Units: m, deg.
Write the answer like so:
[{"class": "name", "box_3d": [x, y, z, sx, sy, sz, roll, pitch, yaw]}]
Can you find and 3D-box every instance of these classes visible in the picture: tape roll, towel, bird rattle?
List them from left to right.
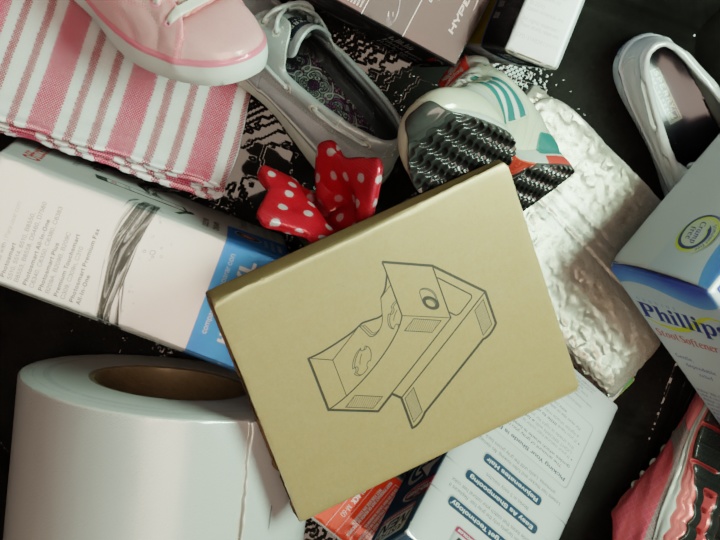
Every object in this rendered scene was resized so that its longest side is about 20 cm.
[{"class": "towel", "box_3d": [-0.171, -0.133, 1.158, 0.199, 0.030, 0.147, 17, 56, -8]}, {"class": "tape roll", "box_3d": [-0.133, 0.142, 1.148, 0.202, 0.203, 0.140, 5, 96, -6]}, {"class": "bird rattle", "box_3d": [0.000, 0.000, 1.134, 0.200, 0.163, 0.113, 37, 83, -19]}, {"class": "towel", "box_3d": [0.149, -0.021, 1.221, 0.200, 0.034, 0.133, 45, 78, -9]}]

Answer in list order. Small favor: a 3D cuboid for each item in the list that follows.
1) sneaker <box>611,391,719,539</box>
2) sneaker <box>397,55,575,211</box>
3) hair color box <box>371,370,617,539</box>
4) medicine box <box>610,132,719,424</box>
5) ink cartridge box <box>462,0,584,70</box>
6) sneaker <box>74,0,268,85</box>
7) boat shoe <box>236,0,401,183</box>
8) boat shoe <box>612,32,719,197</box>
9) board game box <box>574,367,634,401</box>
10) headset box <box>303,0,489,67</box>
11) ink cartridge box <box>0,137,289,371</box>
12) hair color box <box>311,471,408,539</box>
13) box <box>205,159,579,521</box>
[{"class": "sneaker", "box_3d": [0.221, 0.162, 1.250, 0.074, 0.087, 0.201, 36, 70, -37]}, {"class": "sneaker", "box_3d": [0.066, -0.096, 1.107, 0.070, 0.200, 0.094, -36, 68, 20]}, {"class": "hair color box", "box_3d": [0.089, 0.140, 1.155, 0.100, 0.061, 0.200, 40, 49, -9]}, {"class": "medicine box", "box_3d": [0.299, 0.007, 1.169, 0.182, 0.103, 0.200, -47, 119, -16]}, {"class": "ink cartridge box", "box_3d": [0.127, -0.230, 1.123, 0.047, 0.198, 0.201, 20, 95, -8]}, {"class": "sneaker", "box_3d": [-0.138, -0.202, 1.100, 0.075, 0.105, 0.200, -33, 57, -31]}, {"class": "boat shoe", "box_3d": [-0.042, -0.144, 1.151, 0.201, 0.072, 0.070, 48, 52, 6]}, {"class": "boat shoe", "box_3d": [0.244, -0.076, 1.221, 0.073, 0.065, 0.200, -37, 100, 0]}, {"class": "board game box", "box_3d": [0.097, 0.039, 1.245, 0.096, 0.030, 0.200, -44, 97, 2]}, {"class": "headset box", "box_3d": [-0.018, -0.212, 1.136, 0.200, 0.149, 0.075, 28, 93, -8]}, {"class": "ink cartridge box", "box_3d": [-0.155, -0.014, 1.151, 0.199, 0.146, 0.085, 22, 96, -8]}, {"class": "hair color box", "box_3d": [0.054, 0.195, 1.218, 0.200, 0.111, 0.064, 41, 93, -10]}, {"class": "box", "box_3d": [0.023, 0.044, 1.062, 0.199, 0.021, 0.164, -24, 114, -9]}]
